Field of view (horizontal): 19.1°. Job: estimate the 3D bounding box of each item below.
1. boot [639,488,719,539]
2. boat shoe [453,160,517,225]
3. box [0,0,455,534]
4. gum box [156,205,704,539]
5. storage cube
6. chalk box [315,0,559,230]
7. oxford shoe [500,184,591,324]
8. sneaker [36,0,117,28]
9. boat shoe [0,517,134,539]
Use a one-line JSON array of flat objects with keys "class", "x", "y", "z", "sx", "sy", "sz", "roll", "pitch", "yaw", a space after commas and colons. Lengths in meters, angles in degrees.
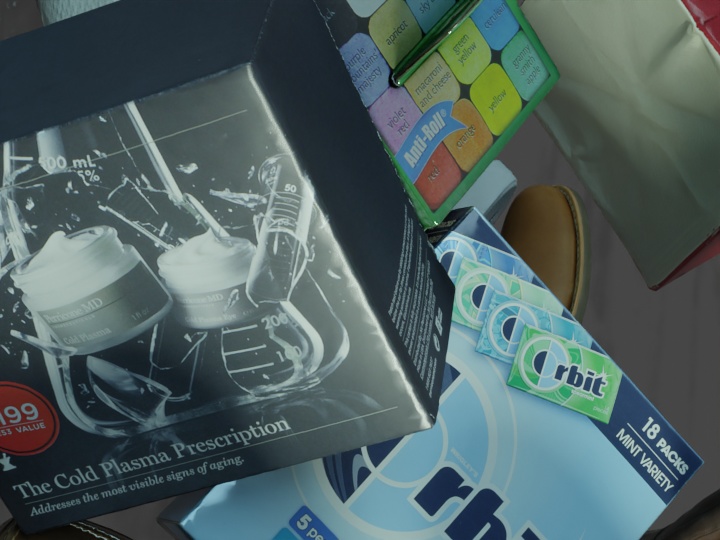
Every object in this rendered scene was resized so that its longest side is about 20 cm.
[{"class": "boot", "x": 0.226, "y": 0.131, "z": 1.014, "sx": 0.185, "sy": 0.200, "sz": 0.065, "roll": 2, "pitch": 65, "yaw": -23}, {"class": "boat shoe", "x": 0.000, "y": 0.000, "z": 1.068, "sx": 0.071, "sy": 0.072, "sz": 0.200, "roll": 34, "pitch": 49, "yaw": 12}, {"class": "box", "x": -0.087, "y": -0.008, "z": 0.889, "sx": 0.104, "sy": 0.199, "sz": 0.183, "roll": -77, "pitch": 145, "yaw": -55}, {"class": "gum box", "x": 0.036, "y": 0.101, "z": 0.983, "sx": 0.170, "sy": 0.045, "sz": 0.200, "roll": 47, "pitch": 73, "yaw": -11}, {"class": "storage cube", "x": 0.208, "y": -0.126, "z": 1.142, "sx": 0.179, "sy": 0.200, "sz": 0.171, "roll": -28, "pitch": 79, "yaw": -26}, {"class": "chalk box", "x": -0.002, "y": -0.092, "z": 0.981, "sx": 0.125, "sy": 0.200, "sz": 0.124, "roll": -48, "pitch": 112, "yaw": -35}, {"class": "oxford shoe", "x": 0.063, "y": 0.029, "z": 1.065, "sx": 0.071, "sy": 0.071, "sz": 0.201, "roll": 33, "pitch": 56, "yaw": -19}, {"class": "sneaker", "x": -0.145, "y": -0.186, "z": 1.060, "sx": 0.075, "sy": 0.088, "sz": 0.201, "roll": -17, "pitch": 65, "yaw": 16}, {"class": "boat shoe", "x": -0.075, "y": 0.167, "z": 0.941, "sx": 0.200, "sy": 0.068, "sz": 0.072, "roll": 37, "pitch": 56, "yaw": -3}]
